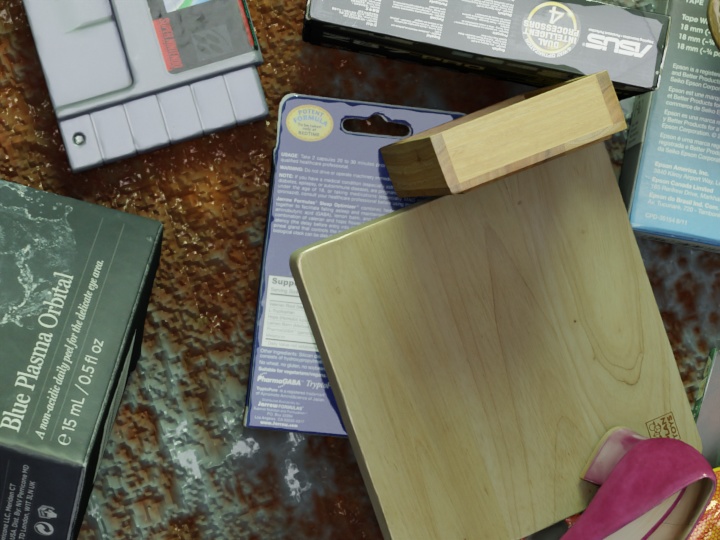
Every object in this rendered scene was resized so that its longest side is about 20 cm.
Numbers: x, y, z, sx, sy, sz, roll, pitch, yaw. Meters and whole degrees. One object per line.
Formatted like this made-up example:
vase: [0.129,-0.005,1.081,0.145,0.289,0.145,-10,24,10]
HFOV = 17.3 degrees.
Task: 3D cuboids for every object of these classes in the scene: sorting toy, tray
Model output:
sorting toy: [0.072,0.049,1.373,0.198,0.070,0.201,-22,99,-18]
tray: [0.074,-0.072,1.304,0.098,0.200,0.037,-21,93,-6]

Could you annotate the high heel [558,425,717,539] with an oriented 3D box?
high heel: [0.135,0.185,1.317,0.067,0.096,0.200,30,87,-24]

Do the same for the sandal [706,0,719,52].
sandal: [0.287,-0.155,1.360,0.200,0.054,0.081,-19,94,-18]

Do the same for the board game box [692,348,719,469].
board game box: [0.234,0.157,1.429,0.104,0.023,0.201,17,89,-3]

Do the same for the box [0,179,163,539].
box: [-0.231,0.050,1.316,0.199,0.197,0.118,14,133,-2]

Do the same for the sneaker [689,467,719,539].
sneaker: [0.197,0.163,1.393,0.200,0.073,0.077,-42,60,1]

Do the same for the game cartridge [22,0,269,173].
game cartridge: [-0.138,-0.171,1.412,0.129,0.038,0.201,-16,90,2]

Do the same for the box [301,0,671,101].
box: [0.068,-0.139,1.355,0.199,0.161,0.049,11,89,-3]

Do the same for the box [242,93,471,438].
box: [0.000,0.000,1.415,0.121,0.032,0.201,6,91,-3]

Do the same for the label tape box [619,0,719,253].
label tape box: [0.241,-0.107,1.410,0.144,0.063,0.201,12,87,-2]

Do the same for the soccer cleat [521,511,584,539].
soccer cleat: [0.096,0.216,1.405,0.078,0.069,0.200,41,95,-7]
